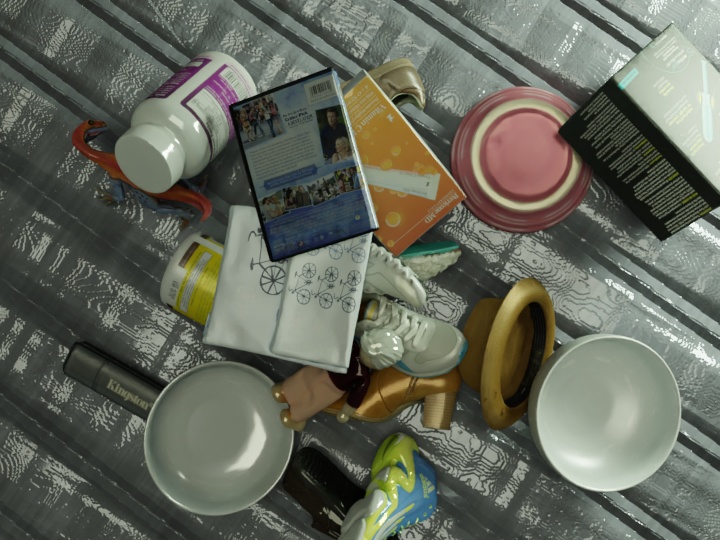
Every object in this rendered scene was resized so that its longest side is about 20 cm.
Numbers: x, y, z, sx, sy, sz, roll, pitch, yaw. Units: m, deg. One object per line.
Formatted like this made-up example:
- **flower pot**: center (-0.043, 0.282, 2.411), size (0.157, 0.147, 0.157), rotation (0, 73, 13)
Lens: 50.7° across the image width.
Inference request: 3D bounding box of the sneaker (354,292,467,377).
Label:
- **sneaker**: center (0.043, 0.078, 0.980), size (0.198, 0.081, 0.077), rotation (13, 63, 31)

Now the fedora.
- **fedora**: center (0.183, 0.103, 0.993), size (0.081, 0.200, 0.203), rotation (15, 88, 38)

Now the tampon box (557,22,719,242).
- **tampon box**: center (0.388, -0.172, 0.966), size (0.150, 0.126, 0.200), rotation (-39, 85, -26)

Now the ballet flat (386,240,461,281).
- **ballet flat**: center (0.040, 0.000, 1.039), size (0.197, 0.072, 0.073), rotation (-5, 88, 8)

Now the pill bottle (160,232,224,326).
- **pill bottle**: center (-0.159, 0.038, 1.021), size (0.198, 0.109, 0.110), rotation (27, 90, 4)

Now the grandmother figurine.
- **grandmother figurine**: center (-0.028, 0.128, 0.967), size (0.199, 0.060, 0.122), rotation (-32, 80, 31)

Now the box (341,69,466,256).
- **box**: center (0.024, -0.140, 0.987), size (0.124, 0.098, 0.200), rotation (-40, 106, 10)

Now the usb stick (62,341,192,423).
- **usb stick**: center (-0.324, 0.166, 1.063), size (0.198, 0.033, 0.056), rotation (29, 89, 3)

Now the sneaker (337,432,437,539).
- **sneaker**: center (0.048, 0.311, 0.981), size (0.105, 0.076, 0.201), rotation (39, 51, -10)

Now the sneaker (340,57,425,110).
- **sneaker**: center (-0.004, -0.215, 1.038), size (0.198, 0.070, 0.076), rotation (-29, 81, 1)

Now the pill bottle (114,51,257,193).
- **pill bottle**: center (-0.225, -0.190, 0.984), size (0.111, 0.113, 0.201), rotation (29, 48, 4)

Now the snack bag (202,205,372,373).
- **snack bag**: center (-0.092, 0.014, 0.939), size (0.197, 0.021, 0.191), rotation (10, 86, 13)

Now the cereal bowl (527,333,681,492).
- **cereal bowl**: center (0.308, 0.181, 0.994), size (0.197, 0.083, 0.203), rotation (0, 90, -9)

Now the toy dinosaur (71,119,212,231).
- **toy dinosaur**: center (-0.295, -0.142, 1.021), size (0.181, 0.199, 0.106), rotation (31, 72, -27)

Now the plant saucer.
- **plant saucer**: center (0.222, -0.153, 1.036), size (0.198, 0.051, 0.203), rotation (0, 89, 3)

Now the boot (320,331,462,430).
- **boot**: center (0.039, 0.135, 1.036), size (0.198, 0.071, 0.146), rotation (4, 77, 10)

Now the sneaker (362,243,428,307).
- **sneaker**: center (0.000, 0.000, 0.968), size (0.199, 0.075, 0.082), rotation (32, 86, 27)

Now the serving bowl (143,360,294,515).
- **serving bowl**: center (-0.192, 0.220, 1.025), size (0.197, 0.066, 0.203), rotation (0, 89, -18)

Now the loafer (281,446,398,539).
- **loafer**: center (-0.028, 0.328, 1.031), size (0.200, 0.073, 0.071), rotation (47, 121, 3)

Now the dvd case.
- **dvd case**: center (-0.070, -0.125, 0.915), size (0.141, 0.018, 0.202), rotation (-16, 88, 14)
